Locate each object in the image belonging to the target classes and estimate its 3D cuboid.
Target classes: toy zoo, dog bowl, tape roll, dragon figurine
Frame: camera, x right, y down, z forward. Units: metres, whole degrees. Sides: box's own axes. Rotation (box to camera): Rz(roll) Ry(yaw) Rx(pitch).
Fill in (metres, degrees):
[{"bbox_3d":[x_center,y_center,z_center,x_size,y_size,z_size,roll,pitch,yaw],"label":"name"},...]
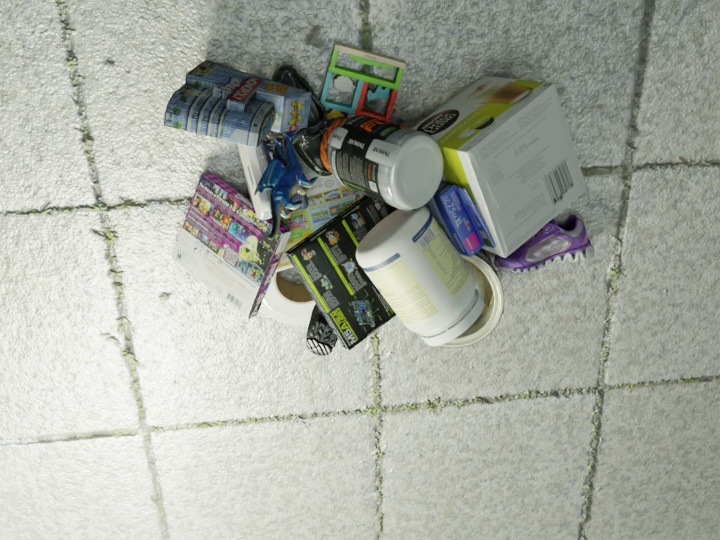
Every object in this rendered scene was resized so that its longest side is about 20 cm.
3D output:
[{"bbox_3d":[-0.010,-0.281,1.454,0.128,0.021,0.203,11,117,-12],"label":"toy zoo"},{"bbox_3d":[0.168,0.036,1.535,0.196,0.074,0.204,6,115,12],"label":"dog bowl"},{"bbox_3d":[-0.112,0.000,1.566,0.198,0.071,0.206,-3,119,-5],"label":"tape roll"},{"bbox_3d":[-0.135,-0.141,1.356,0.099,0.202,0.059,35,153,-11],"label":"dragon figurine"}]

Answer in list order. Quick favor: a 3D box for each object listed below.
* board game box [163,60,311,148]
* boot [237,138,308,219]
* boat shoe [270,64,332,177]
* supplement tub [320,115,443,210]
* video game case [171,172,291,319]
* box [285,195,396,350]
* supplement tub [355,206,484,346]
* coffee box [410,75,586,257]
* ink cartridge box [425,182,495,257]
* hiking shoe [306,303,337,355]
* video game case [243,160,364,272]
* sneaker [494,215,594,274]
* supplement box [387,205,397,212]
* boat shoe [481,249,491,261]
[{"bbox_3d":[-0.184,-0.262,1.321,0.195,0.201,0.063,12,117,2],"label":"board game box"},{"bbox_3d":[-0.153,-0.191,1.431,0.089,0.073,0.204,-12,84,-19],"label":"boot"},{"bbox_3d":[-0.088,-0.251,1.406,0.073,0.066,0.203,-23,101,-14],"label":"boat shoe"},{"bbox_3d":[0.029,-0.180,1.353,0.121,0.199,0.125,-19,120,-36],"label":"supplement tub"},{"bbox_3d":[-0.233,-0.044,1.486,0.198,0.036,0.184,35,116,20],"label":"video game case"},{"bbox_3d":[0.000,0.000,1.442,0.192,0.047,0.202,-35,104,-9],"label":"box"},{"bbox_3d":[0.100,0.008,1.375,0.144,0.145,0.201,-34,106,12],"label":"supplement tub"},{"bbox_3d":[0.223,-0.182,1.401,0.198,0.197,0.202,-36,120,-16],"label":"coffee box"},{"bbox_3d":[0.137,-0.090,1.400,0.042,0.199,0.121,-37,113,-17],"label":"ink cartridge box"},{"bbox_3d":[-0.049,0.049,1.511,0.075,0.101,0.203,28,92,-16],"label":"hiking shoe"},{"bbox_3d":[-0.089,-0.111,1.473,0.196,0.023,0.186,-15,95,2],"label":"video game case"},{"bbox_3d":[0.346,-0.053,1.590,0.196,0.081,0.090,-14,113,-4],"label":"sneaker"},{"bbox_3d":[0.052,-0.020,1.576,0.065,0.069,0.203,-8,121,1],"label":"supplement box"},{"bbox_3d":[0.213,-0.072,1.571,0.066,0.070,0.202,-35,113,-4],"label":"boat shoe"}]
